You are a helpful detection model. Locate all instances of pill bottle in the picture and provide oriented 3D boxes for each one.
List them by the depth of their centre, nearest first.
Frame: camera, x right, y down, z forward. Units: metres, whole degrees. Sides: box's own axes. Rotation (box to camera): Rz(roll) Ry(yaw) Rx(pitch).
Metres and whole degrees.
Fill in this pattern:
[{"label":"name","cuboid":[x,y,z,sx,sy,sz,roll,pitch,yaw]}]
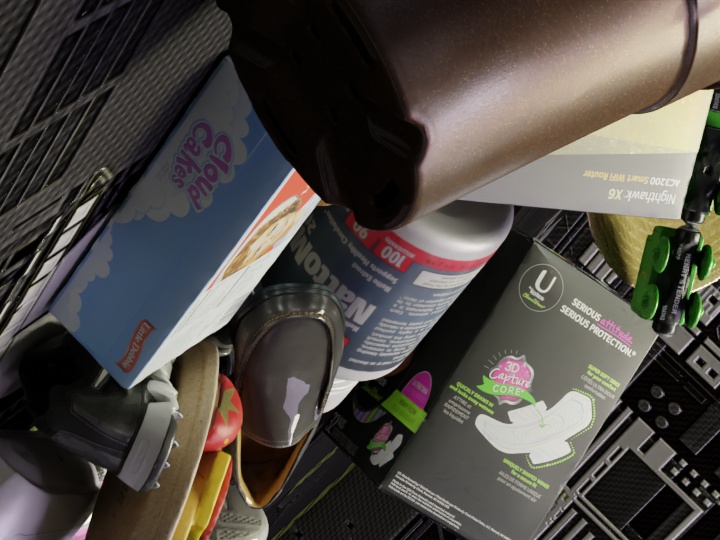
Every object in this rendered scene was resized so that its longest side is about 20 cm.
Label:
[{"label":"pill bottle","cuboid":[0.000,0.000,1.466,0.119,0.120,0.200,-38,169,-51]}]

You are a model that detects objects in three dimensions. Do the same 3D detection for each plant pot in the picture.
[{"label":"plant pot","cuboid":[0.053,-0.129,1.027,0.197,0.201,0.200,-31,168,-22]}]

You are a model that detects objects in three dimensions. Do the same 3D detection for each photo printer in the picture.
[{"label":"photo printer","cuboid":[-0.243,0.172,1.381,0.167,0.069,0.200,-48,173,1]}]

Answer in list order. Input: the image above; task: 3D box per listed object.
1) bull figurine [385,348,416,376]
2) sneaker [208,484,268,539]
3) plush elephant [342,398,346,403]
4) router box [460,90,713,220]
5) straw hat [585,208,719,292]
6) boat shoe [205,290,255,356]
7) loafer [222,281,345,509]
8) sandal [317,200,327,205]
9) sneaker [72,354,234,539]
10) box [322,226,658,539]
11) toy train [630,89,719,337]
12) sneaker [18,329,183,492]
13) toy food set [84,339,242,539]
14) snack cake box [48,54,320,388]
[{"label":"bull figurine","cuboid":[0.028,-0.030,1.574,0.201,0.121,0.065,-65,169,1]},{"label":"sneaker","cuboid":[-0.160,0.196,1.592,0.077,0.198,0.082,-82,167,-56]},{"label":"plush elephant","cuboid":[0.012,0.020,1.714,0.200,0.155,0.165,-52,171,33]},{"label":"router box","cuboid":[0.112,-0.117,1.295,0.199,0.052,0.159,3,107,-31]},{"label":"straw hat","cuboid":[0.193,-0.086,1.455,0.200,0.085,0.203,-14,115,-33]},{"label":"boat shoe","cuboid":[-0.100,0.025,1.446,0.074,0.065,0.200,-46,173,-11]},{"label":"loafer","cuboid":[-0.047,0.076,1.398,0.201,0.072,0.073,102,-14,-58]},{"label":"sandal","cuboid":[-0.019,-0.068,1.356,0.200,0.054,0.081,126,-18,-58]},{"label":"sneaker","cuboid":[-0.150,0.103,1.560,0.200,0.080,0.087,-48,165,-41]},{"label":"box","cuboid":[0.090,0.077,1.606,0.201,0.124,0.148,-57,-159,1]},{"label":"toy train","cuboid":[0.204,-0.059,1.380,0.056,0.041,0.202,-128,-130,-76]},{"label":"sneaker","cuboid":[-0.153,0.058,1.321,0.200,0.090,0.067,-107,-140,-69]},{"label":"toy food set","cuboid":[-0.121,0.138,1.372,0.200,0.048,0.199,153,-44,-69]},{"label":"snack cake box","cuboid":[-0.074,-0.039,1.241,0.200,0.067,0.115,-51,170,31]}]
